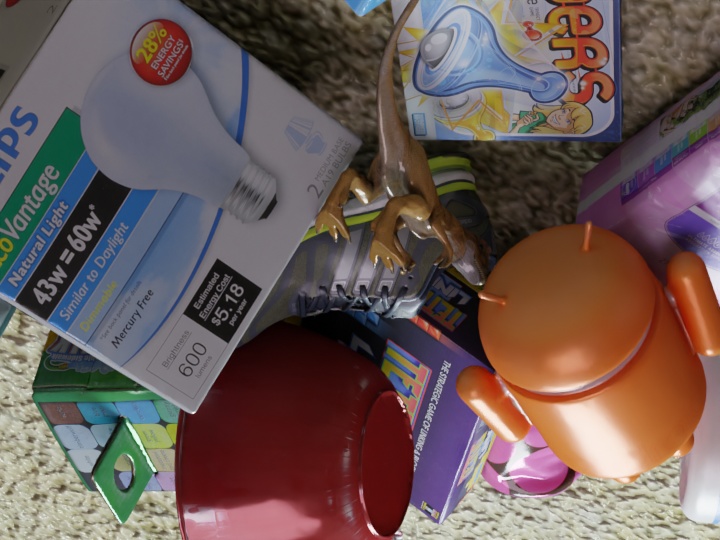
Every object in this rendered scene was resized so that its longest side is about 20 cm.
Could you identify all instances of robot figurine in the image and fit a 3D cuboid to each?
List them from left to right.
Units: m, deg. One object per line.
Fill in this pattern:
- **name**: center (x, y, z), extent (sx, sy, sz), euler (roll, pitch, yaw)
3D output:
- **robot figurine**: center (0.146, 0.050, 1.109), extent (0.143, 0.117, 0.200), euler (3, 146, 35)

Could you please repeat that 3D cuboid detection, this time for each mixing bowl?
- **mixing bowl**: center (-0.030, 0.127, 1.177), extent (0.107, 0.202, 0.201), euler (0, 141, 22)

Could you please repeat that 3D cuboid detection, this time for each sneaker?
- **sneaker**: center (0.000, 0.000, 1.133), extent (0.199, 0.081, 0.074), euler (-29, 164, -8)

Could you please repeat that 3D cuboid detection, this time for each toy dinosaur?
- **toy dinosaur**: center (0.021, -0.062, 1.059), extent (0.060, 0.106, 0.201), euler (12, 140, 35)

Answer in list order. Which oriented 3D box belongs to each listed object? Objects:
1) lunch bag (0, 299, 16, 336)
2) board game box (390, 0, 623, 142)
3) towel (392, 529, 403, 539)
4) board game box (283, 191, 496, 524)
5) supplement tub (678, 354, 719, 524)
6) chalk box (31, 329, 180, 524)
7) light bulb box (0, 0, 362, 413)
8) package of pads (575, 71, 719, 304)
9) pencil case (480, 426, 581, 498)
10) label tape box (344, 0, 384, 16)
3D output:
- **lunch bag**: center (-0.299, -0.041, 1.167), extent (0.200, 0.162, 0.077), euler (38, 152, -32)
- **board game box**: center (0.086, -0.156, 1.040), extent (0.134, 0.035, 0.201), euler (1, 140, 11)
- **towel**: center (-0.057, 0.141, 1.388), extent (0.146, 0.030, 0.200), euler (20, 157, 43)
- **board game box**: center (0.023, 0.066, 1.252), extent (0.165, 0.057, 0.201), euler (36, 144, 17)
- **supplement tub**: center (0.327, 0.118, 1.250), extent (0.197, 0.133, 0.133), euler (5, 141, 7)
- **chalk box**: center (-0.141, 0.075, 1.236), extent (0.122, 0.202, 0.125), euler (-3, 140, 15)
- **light bulb box**: center (-0.143, -0.058, 1.057), extent (0.199, 0.199, 0.125), euler (34, 175, -28)
- **package of pads**: center (0.239, -0.058, 1.098), extent (0.120, 0.076, 0.200), euler (27, 138, -24)
- **pencil case**: center (0.137, 0.075, 1.272), extent (0.093, 0.091, 0.201), euler (13, 140, 8)
- **label tape box**: center (0.068, -0.226, 0.861), extent (0.066, 0.200, 0.143), euler (47, 153, 7)
